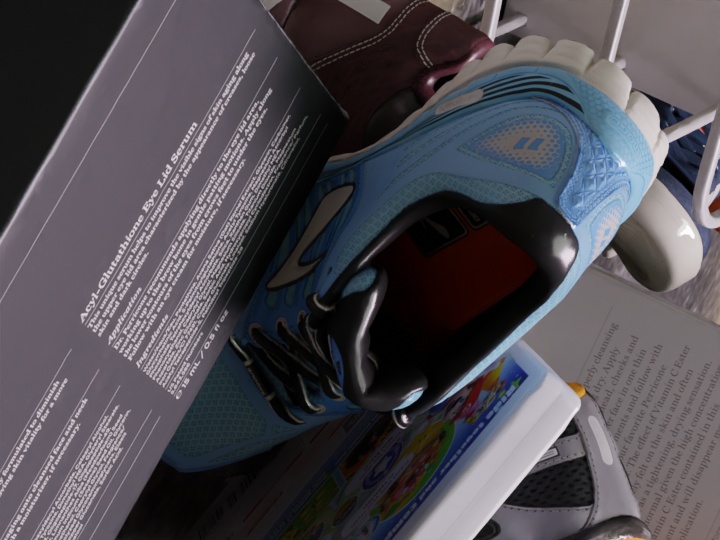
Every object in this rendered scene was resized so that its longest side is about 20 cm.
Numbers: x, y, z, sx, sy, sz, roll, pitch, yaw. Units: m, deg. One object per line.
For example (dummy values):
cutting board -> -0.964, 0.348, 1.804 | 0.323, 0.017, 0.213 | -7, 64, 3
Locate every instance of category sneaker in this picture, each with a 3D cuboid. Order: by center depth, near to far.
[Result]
sneaker -> -0.005, 0.008, 0.712 | 0.200, 0.078, 0.090 | -35, -163, 36
sneaker -> 0.000, 0.000, 0.793 | 0.076, 0.115, 0.200 | -34, 142, -49
sneaker -> 0.022, 0.090, 0.855 | 0.078, 0.200, 0.077 | -1, 79, -46
sneaker -> 0.119, -0.048, 0.960 | 0.084, 0.075, 0.200 | -39, -172, 3

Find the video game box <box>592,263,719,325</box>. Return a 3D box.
video game box -> 0.133, 0.115, 1.069 | 0.183, 0.200, 0.047 | -60, 164, -9

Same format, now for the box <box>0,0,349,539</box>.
box -> -0.098, 0.005, 0.644 | 0.200, 0.079, 0.141 | -61, 159, -9

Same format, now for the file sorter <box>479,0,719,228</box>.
file sorter -> 0.117, -0.100, 0.843 | 0.124, 0.200, 0.139 | -25, 135, -49

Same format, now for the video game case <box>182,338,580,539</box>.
video game case -> -0.001, 0.069, 0.797 | 0.143, 0.018, 0.200 | -50, -167, 3

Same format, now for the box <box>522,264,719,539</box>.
box -> 0.092, 0.054, 0.927 | 0.098, 0.200, 0.124 | -64, 156, 1

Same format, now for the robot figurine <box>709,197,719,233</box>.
robot figurine -> 0.200, -0.068, 1.108 | 0.116, 0.144, 0.200 | -31, 172, -4
